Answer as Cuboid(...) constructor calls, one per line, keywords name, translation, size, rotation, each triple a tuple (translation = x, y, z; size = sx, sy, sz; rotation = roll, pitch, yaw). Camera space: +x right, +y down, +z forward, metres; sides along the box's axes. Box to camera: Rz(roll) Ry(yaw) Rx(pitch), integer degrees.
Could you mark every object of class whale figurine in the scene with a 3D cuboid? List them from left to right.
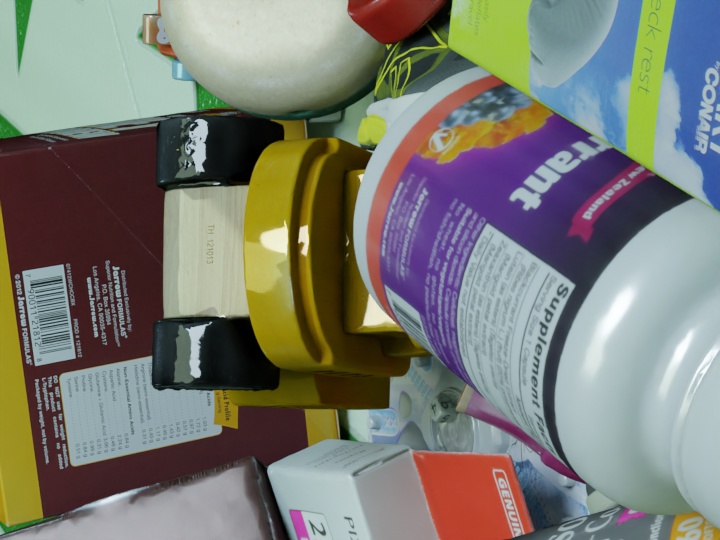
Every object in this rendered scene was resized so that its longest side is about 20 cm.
Cuboid(name="whale figurine", translation=(-0.037, -0.176, 0.920), size=(0.104, 0.158, 0.201), rotation=(38, -136, -76))

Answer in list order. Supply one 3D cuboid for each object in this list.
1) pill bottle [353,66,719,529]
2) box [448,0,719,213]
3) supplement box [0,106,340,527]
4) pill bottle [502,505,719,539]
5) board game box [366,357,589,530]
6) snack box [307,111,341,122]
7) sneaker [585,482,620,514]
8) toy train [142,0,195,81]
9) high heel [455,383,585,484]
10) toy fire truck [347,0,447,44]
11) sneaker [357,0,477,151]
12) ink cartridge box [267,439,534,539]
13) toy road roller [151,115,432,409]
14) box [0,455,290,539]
Cuboid(name="pill bottle", translation=(0.091, 0.012, 0.595), size=(0.200, 0.111, 0.112), rotation=(38, 126, 50))
Cuboid(name="box", translation=(0.099, -0.097, 0.549), size=(0.200, 0.047, 0.123), rotation=(41, 132, 53))
Cuboid(name="supplement box", translation=(-0.136, 0.016, 1.007), size=(0.133, 0.199, 0.199), rotation=(10, 108, 62))
Cuboid(name="pill bottle", translation=(0.095, 0.151, 0.670), size=(0.199, 0.116, 0.117), rotation=(-23, 73, 34))
Cuboid(name="board game box", translation=(0.047, 0.081, 0.893), size=(0.200, 0.026, 0.201), rotation=(-4, 90, 60))
Cuboid(name="snack box", translation=(-0.030, -0.189, 0.989), size=(0.072, 0.024, 0.201), rotation=(29, 119, 55))
Cuboid(name="sneaker", translation=(0.146, 0.015, 0.678), size=(0.200, 0.074, 0.107), rotation=(-48, 48, 41))
Cuboid(name="toy train", translation=(-0.099, -0.208, 1.076), size=(0.150, 0.055, 0.201), rotation=(29, 119, 55))
Cuboid(name="high heel", translation=(0.120, -0.004, 0.749), size=(0.067, 0.095, 0.201), rotation=(-52, -14, -79))
Cuboid(name="toy fire truck", translation=(0.032, -0.209, 0.769), size=(0.200, 0.112, 0.169), rotation=(-25, 35, 53))
Cuboid(name="sneaker", translation=(0.043, -0.094, 0.798), size=(0.200, 0.074, 0.085), rotation=(-177, 95, -73))
Cuboid(name="ink cartridge box", translation=(0.038, 0.185, 0.861), size=(0.173, 0.043, 0.201), rotation=(-6, 103, 62))
Cuboid(name="toy road roller", translation=(0.000, 0.000, 0.806), size=(0.145, 0.200, 0.124), rotation=(-2, 84, 23))
Cuboid(name="box", translation=(-0.093, 0.231, 0.962), size=(0.164, 0.165, 0.201), rotation=(58, -164, -71))
